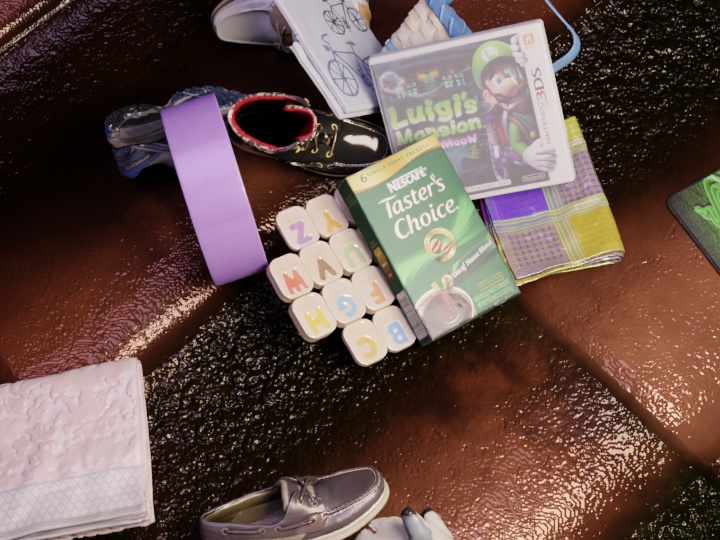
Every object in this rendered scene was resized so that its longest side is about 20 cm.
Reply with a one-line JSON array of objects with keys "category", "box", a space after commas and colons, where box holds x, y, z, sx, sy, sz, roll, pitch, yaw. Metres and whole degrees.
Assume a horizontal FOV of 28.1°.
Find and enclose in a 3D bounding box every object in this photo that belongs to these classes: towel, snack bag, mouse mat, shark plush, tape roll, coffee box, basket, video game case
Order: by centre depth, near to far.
[{"category": "shark plush", "box": [0.083, 0.316, 1.422, 0.200, 0.091, 0.083, 44, 95, 8]}, {"category": "towel", "box": [-0.324, 0.196, 1.536, 0.197, 0.032, 0.193, -11, 60, 0]}, {"category": "coffee box", "box": [0.073, -0.034, 1.560, 0.122, 0.044, 0.202, -26, 85, -17]}, {"category": "tape roll", "box": [-0.160, -0.088, 1.578, 0.065, 0.201, 0.202, -18, 60, -4]}, {"category": "mouse mat", "box": [0.456, -0.043, 1.591, 0.160, 0.008, 0.201, -28, 60, -9]}, {"category": "video game case", "box": [0.123, -0.169, 1.592, 0.197, 0.184, 0.023, -9, 20, 18]}, {"category": "towel", "box": [0.208, -0.079, 1.631, 0.142, 0.023, 0.202, -13, 60, 0]}, {"category": "snack bag", "box": [-0.032, -0.267, 1.660, 0.021, 0.188, 0.201, -35, 85, 29]}, {"category": "basket", "box": [0.136, -0.261, 1.664, 0.199, 0.139, 0.178, -38, 59, 18]}]

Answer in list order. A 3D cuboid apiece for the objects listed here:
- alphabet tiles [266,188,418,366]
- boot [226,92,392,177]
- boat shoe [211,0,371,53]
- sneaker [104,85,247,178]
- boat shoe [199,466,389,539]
[{"category": "alphabet tiles", "box": [0.000, 0.000, 1.570, 0.198, 0.015, 0.197, -23, 75, -29]}, {"category": "boot", "box": [-0.059, -0.154, 1.616, 0.197, 0.151, 0.074, 13, 90, -1]}, {"category": "boat shoe", "box": [-0.085, -0.306, 1.764, 0.197, 0.075, 0.069, -9, 54, 1]}, {"category": "sneaker", "box": [-0.208, -0.161, 1.705, 0.198, 0.086, 0.077, -16, 32, -26]}, {"category": "boat shoe", "box": [-0.068, 0.241, 1.451, 0.198, 0.065, 0.072, -20, 32, -2]}]
